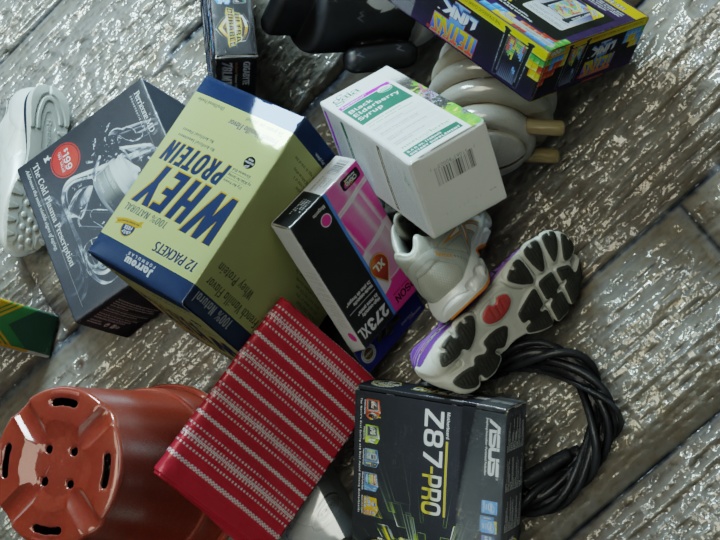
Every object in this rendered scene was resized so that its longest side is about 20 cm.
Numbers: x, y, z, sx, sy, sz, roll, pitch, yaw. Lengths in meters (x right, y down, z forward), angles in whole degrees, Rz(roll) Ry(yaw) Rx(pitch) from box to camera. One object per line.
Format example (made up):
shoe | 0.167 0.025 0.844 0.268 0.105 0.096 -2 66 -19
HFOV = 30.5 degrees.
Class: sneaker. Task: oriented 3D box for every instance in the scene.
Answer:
sneaker | 0.070 -0.038 1.229 0.076 0.201 0.092 -40 108 17
sneaker | -0.388 -0.113 1.525 0.080 0.076 0.203 -3 73 35
sneaker | 0.121 0.030 1.224 0.199 0.081 0.083 -37 20 -21

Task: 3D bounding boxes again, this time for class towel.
towel | -0.084 0.146 1.226 0.201 0.144 0.022 -54 25 -12

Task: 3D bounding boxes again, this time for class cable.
cable | 0.145 0.148 1.227 0.197 0.051 0.166 -2 78 24

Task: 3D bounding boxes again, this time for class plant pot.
plant pot | -0.246 0.201 1.314 0.198 0.195 0.204 -6 76 24

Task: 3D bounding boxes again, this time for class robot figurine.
robot figurine | -0.004 -0.280 1.312 0.125 0.197 0.153 -146 54 -60

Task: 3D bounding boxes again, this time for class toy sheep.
toy sheep | 0.128 -0.157 1.260 0.136 0.138 0.202 -9 57 22

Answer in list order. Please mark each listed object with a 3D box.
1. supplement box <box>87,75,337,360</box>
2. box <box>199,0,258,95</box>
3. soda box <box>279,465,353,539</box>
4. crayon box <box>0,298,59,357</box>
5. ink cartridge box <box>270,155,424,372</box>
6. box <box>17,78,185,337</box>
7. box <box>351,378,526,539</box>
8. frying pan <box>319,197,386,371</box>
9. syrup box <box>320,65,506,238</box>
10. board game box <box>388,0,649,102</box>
supplement box | -0.111 -0.034 1.258 0.133 0.200 0.201 25 77 34
box | -0.139 -0.266 1.369 0.049 0.199 0.203 -5 73 -10
soda box | -0.071 0.195 1.306 0.063 0.068 0.201 -36 66 13
crayon box | -0.438 0.045 1.433 0.124 0.200 0.052 10 83 25
ink cartridge box | 0.000 0.000 1.235 0.037 0.201 0.095 17 56 47
box | -0.243 -0.065 1.422 0.181 0.104 0.202 -32 68 14
box | 0.069 0.210 1.213 0.159 0.049 0.203 7 98 30
frying pan | -0.022 0.028 1.340 0.113 0.031 0.193 -8 71 25
syrup box | 0.043 -0.111 1.191 0.078 0.082 0.200 -29 32 -12
board game box | 0.138 -0.246 1.218 0.200 0.164 0.057 41 131 26
